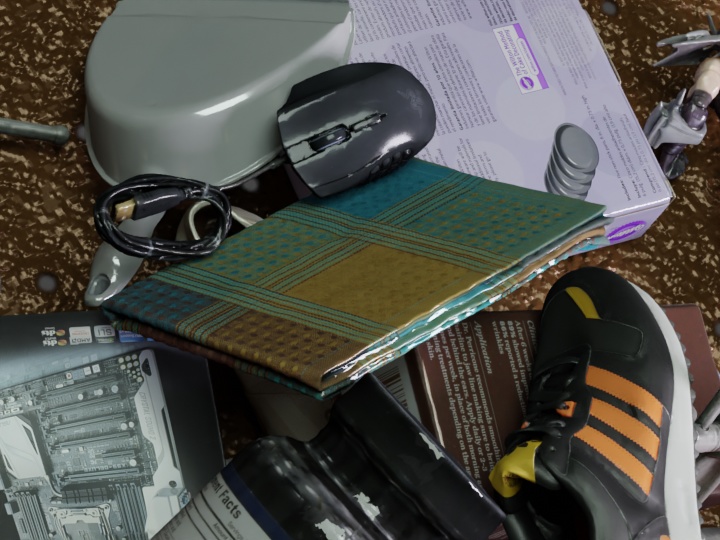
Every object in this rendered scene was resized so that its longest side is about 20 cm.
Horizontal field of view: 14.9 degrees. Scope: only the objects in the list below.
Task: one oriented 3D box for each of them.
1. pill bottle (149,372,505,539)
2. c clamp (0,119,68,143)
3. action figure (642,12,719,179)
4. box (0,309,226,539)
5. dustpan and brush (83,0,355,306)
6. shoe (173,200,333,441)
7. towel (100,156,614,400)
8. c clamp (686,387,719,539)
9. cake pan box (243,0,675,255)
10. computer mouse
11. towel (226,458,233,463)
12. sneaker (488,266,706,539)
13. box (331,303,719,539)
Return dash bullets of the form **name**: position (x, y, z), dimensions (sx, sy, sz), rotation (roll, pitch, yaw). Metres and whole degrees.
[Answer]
- **pill bottle**: position (-0.039, 0.142, 1.150), dimensions (0.200, 0.112, 0.112), rotation (-43, 83, 0)
- **c clamp**: position (-0.213, -0.034, 1.268), dimensions (0.170, 0.027, 0.200), rotation (8, 31, -14)
- **action figure**: position (0.219, -0.058, 1.473), dimensions (0.130, 0.069, 0.201), rotation (-5, 63, -14)
- **box**: position (-0.160, 0.100, 1.233), dimensions (0.199, 0.050, 0.158), rotation (-2, 66, -19)
- **dustpan and brush**: position (-0.093, -0.060, 1.339), dimensions (0.139, 0.057, 0.200), rotation (4, 37, 24)
- **shoe**: position (-0.026, 0.046, 1.335), dimensions (0.070, 0.053, 0.200), rotation (-35, 78, -19)
- **towel**: position (0.000, 0.000, 1.268), dimensions (0.146, 0.022, 0.200), rotation (17, 33, 41)
- **c clamp**: position (0.201, 0.097, 1.310), dimensions (0.200, 0.171, 0.027), rotation (10, 39, -48)
- **cake pan box**: position (0.041, -0.092, 1.436), dimensions (0.184, 0.052, 0.200), rotation (-16, 71, -27)
- **computer mouse**: position (-0.039, -0.053, 1.292), dimensions (0.200, 0.034, 0.059), rotation (-27, 92, -35)
- **towel**: position (-0.129, 0.164, 1.258), dimensions (0.199, 0.032, 0.192), rotation (11, 62, -13)
- **sneaker**: position (0.096, 0.077, 1.215), dimensions (0.090, 0.070, 0.201), rotation (18, 51, -34)
- **box**: position (0.086, 0.074, 1.317), dimensions (0.200, 0.075, 0.100), rotation (-1, 70, -39)
